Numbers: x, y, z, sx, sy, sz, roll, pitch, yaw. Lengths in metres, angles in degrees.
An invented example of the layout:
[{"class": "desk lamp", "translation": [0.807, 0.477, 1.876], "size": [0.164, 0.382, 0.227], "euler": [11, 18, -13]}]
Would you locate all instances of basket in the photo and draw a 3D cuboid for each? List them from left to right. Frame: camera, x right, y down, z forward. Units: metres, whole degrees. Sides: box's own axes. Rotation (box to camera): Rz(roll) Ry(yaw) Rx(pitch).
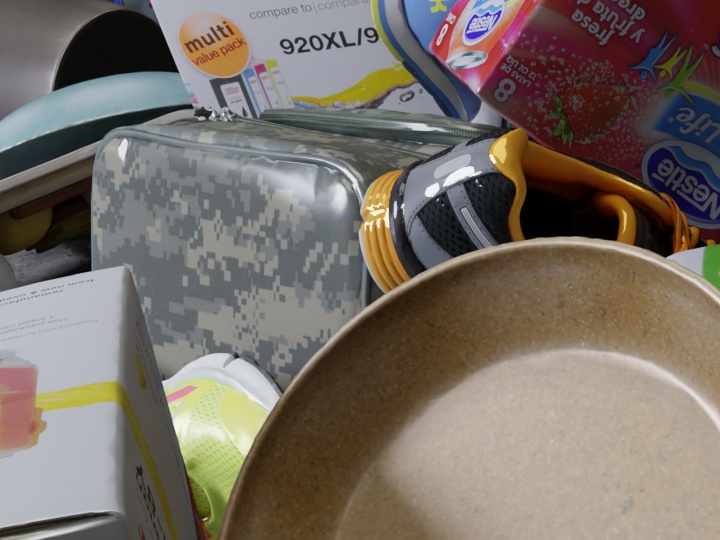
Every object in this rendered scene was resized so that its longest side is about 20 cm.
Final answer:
[{"class": "basket", "translation": [-0.224, -0.125, 1.419], "size": [0.200, 0.136, 0.181], "euler": [11, 59, 40]}]

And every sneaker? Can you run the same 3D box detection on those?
[{"class": "sneaker", "translation": [-0.090, 0.084, 0.845], "size": [0.200, 0.078, 0.090], "euler": [0, 31, 49]}, {"class": "sneaker", "translation": [0.079, -0.100, 1.002], "size": [0.082, 0.074, 0.200], "euler": [-4, -22, 27]}, {"class": "sneaker", "translation": [0.100, 0.005, 0.801], "size": [0.199, 0.079, 0.077], "euler": [19, -32, -25]}]

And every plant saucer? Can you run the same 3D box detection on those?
[{"class": "plant saucer", "translation": [-0.143, -0.074, 1.219], "size": [0.200, 0.039, 0.201], "euler": [-15, -12, -3]}, {"class": "plant saucer", "translation": [0.047, 0.086, 0.657], "size": [0.200, 0.035, 0.201], "euler": [-17, 55, 26]}]

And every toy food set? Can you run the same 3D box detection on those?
[{"class": "toy food set", "translation": [-0.169, -0.011, 1.149], "size": [0.200, 0.061, 0.143], "euler": [-25, -4, -34]}]

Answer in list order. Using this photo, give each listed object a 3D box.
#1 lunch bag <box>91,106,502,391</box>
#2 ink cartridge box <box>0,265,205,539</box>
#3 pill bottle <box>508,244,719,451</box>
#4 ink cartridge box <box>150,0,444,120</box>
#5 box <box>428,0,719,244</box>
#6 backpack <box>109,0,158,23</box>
[{"class": "lunch bag", "translation": [0.000, 0.000, 0.926], "size": [0.167, 0.140, 0.200], "euler": [-7, 12, -41]}, {"class": "ink cartridge box", "translation": [-0.093, 0.103, 0.667], "size": [0.083, 0.146, 0.200], "euler": [-13, 20, -1]}, {"class": "pill bottle", "translation": [0.155, 0.042, 0.719], "size": [0.199, 0.111, 0.111], "euler": [-9, 19, 14]}, {"class": "ink cartridge box", "translation": [0.001, -0.122, 1.110], "size": [0.147, 0.200, 0.145], "euler": [-5, 36, 23]}, {"class": "box", "translation": [0.139, -0.066, 0.894], "size": [0.096, 0.200, 0.100], "euler": [-54, 18, 8]}, {"class": "backpack", "translation": [-0.145, -0.224, 1.571], "size": [0.147, 0.184, 0.200], "euler": [-4, 26, 29]}]
